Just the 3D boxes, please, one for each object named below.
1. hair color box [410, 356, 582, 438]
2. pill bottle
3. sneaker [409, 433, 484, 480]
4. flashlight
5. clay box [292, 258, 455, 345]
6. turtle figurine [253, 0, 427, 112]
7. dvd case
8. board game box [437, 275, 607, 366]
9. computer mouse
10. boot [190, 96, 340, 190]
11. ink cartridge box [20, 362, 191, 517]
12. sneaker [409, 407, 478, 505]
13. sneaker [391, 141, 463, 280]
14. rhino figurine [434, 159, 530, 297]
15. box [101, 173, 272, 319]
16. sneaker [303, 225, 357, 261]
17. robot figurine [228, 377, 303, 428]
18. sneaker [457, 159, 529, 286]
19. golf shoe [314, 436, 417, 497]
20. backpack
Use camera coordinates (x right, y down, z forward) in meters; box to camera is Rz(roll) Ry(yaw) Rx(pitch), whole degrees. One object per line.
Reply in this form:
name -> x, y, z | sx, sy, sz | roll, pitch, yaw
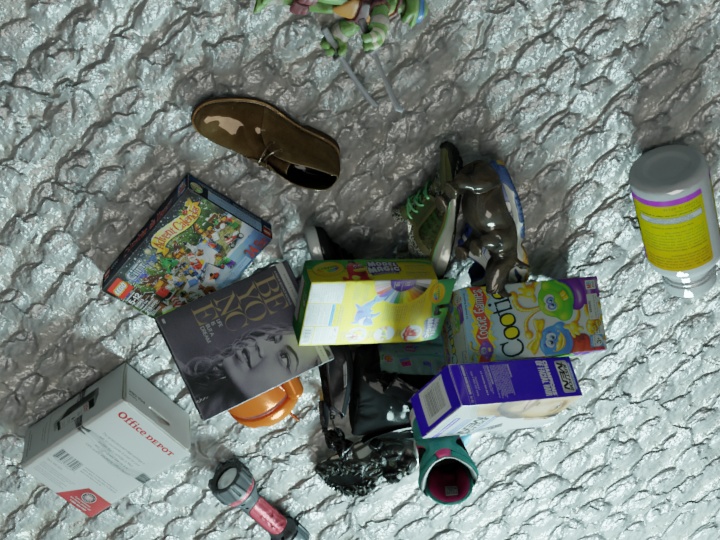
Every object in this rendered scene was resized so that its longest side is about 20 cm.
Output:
hair color box -> 0.180, 0.167, 1.686 | 0.199, 0.065, 0.109 | -3, 153, -31
pill bottle -> 0.425, -0.061, 1.704 | 0.104, 0.104, 0.201 | -18, 126, 6
sneaker -> 0.141, 0.249, 1.920 | 0.200, 0.077, 0.081 | -37, 131, 26
flashlight -> -0.150, 0.371, 1.967 | 0.068, 0.068, 0.200 | -29, 124, 20
clay box -> 0.018, 0.041, 1.678 | 0.199, 0.048, 0.115 | -1, 131, -18
turtle figurine -> -0.027, -0.272, 1.464 | 0.193, 0.144, 0.201 | 14, 120, -13
dvd case -> -0.151, 0.090, 1.681 | 0.199, 0.149, 0.016 | -24, 175, -24
board game box -> 0.218, 0.072, 1.733 | 0.199, 0.103, 0.106 | -5, 82, -15
computer mouse -> -0.034, 0.164, 1.815 | 0.046, 0.140, 0.201 | -9, 89, -12
boot -> -0.114, -0.156, 1.580 | 0.199, 0.076, 0.074 | 18, 124, -18
ink cartridge box -> -0.363, 0.245, 1.835 | 0.200, 0.083, 0.147 | -33, 124, 17
sneaker -> 0.120, 0.274, 1.759 | 0.083, 0.121, 0.200 | -16, 143, 5
sneaker -> 0.085, -0.077, 1.674 | 0.088, 0.077, 0.201 | 10, 121, 5
rhino figurine -> 0.162, -0.048, 1.617 | 0.087, 0.060, 0.201 | -39, 120, -28
box -> -0.230, -0.017, 1.688 | 0.136, 0.038, 0.200 | 31, 117, -27
sneaker -> 0.000, 0.000, 1.719 | 0.111, 0.073, 0.200 | -20, 134, 2
robot figurine -> -0.155, 0.140, 1.763 | 0.143, 0.117, 0.200 | -23, 130, 10
sneaker -> 0.172, -0.053, 1.694 | 0.088, 0.075, 0.201 | -11, 126, 1
golf shoe -> 0.019, 0.281, 1.923 | 0.199, 0.095, 0.078 | -19, 117, 39
backpack -> 0.087, 0.163, 1.811 | 0.199, 0.127, 0.167 | -1, 139, -9
